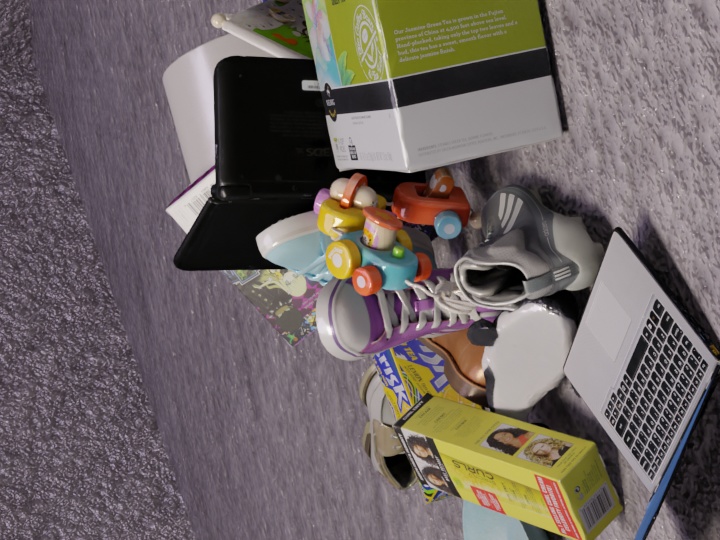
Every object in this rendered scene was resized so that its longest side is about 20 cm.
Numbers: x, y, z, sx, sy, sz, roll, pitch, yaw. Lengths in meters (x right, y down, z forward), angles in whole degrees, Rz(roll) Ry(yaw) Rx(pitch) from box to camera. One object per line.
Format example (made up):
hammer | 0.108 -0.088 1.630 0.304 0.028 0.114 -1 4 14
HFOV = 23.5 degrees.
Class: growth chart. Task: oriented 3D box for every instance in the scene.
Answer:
growth chart | -0.049 -0.219 1.582 0.200 0.145 0.018 -47 -22 -64

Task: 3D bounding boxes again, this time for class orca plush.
orca plush | 0.149 0.066 1.412 0.105 0.071 0.200 14 141 21

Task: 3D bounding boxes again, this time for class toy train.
toy train | 0.040 -0.040 1.400 0.200 0.150 0.056 -96 16 -63

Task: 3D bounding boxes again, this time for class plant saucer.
plant saucer | 0.149 0.281 1.579 0.201 0.039 0.201 166 90 -73

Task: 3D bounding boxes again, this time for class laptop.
laptop | 0.173 0.114 1.213 0.200 0.116 0.187 56 155 28

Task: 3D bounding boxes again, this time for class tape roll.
tape roll | -0.083 -0.150 1.721 0.203 0.202 0.139 137 119 -72

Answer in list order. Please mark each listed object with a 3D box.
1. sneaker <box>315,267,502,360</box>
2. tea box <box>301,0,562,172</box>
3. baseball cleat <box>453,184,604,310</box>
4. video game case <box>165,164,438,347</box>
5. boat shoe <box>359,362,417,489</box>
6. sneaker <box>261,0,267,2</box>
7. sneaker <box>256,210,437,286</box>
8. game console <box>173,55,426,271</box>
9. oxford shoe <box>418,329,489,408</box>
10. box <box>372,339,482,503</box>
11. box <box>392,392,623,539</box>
sneaker | 0.057 0.022 1.411 0.114 0.200 0.073 -12 90 38
tea box | 0.048 -0.185 1.369 0.200 0.133 0.197 -171 69 -73
baseball cleat | 0.110 -0.020 1.341 0.200 0.106 0.070 -156 49 -72
video game case | -0.049 -0.052 1.606 0.181 0.200 0.036 47 -158 -10
boat shoe | 0.044 0.155 1.786 0.068 0.075 0.200 59 164 31
sneaker | -0.074 -0.305 1.779 0.200 0.080 0.115 99 150 -57
sneaker | 0.000 0.000 1.496 0.074 0.200 0.082 -39 57 38
game console | -0.055 -0.089 1.503 0.116 0.200 0.176 -2 89 59
oxford shoe | 0.096 0.051 1.557 0.071 0.071 0.200 -67 26 14
box | 0.066 0.115 1.665 0.064 0.070 0.200 112 141 -60
box | 0.118 0.160 1.420 0.200 0.050 0.075 13 136 48
